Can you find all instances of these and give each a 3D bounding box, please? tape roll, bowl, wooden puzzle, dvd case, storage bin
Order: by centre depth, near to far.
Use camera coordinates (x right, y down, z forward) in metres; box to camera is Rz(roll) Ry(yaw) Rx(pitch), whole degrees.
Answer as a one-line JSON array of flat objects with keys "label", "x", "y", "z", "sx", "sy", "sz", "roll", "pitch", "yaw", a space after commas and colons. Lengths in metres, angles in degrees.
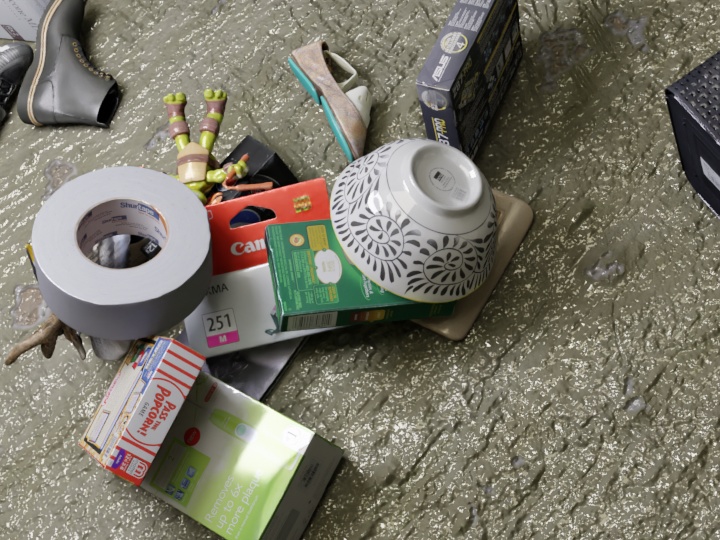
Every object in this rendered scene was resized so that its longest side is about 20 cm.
[{"label": "storage bin", "x": 0.400, "y": -0.125, "z": 1.432, "sx": 0.093, "sy": 0.200, "sz": 0.136, "roll": -34, "pitch": 57, "yaw": 0}, {"label": "bowl", "x": 0.074, "y": -0.075, "z": 1.492, "sx": 0.199, "sy": 0.094, "sz": 0.202, "roll": 11, "pitch": 54, "yaw": -16}, {"label": "tape roll", "x": -0.266, "y": -0.022, "z": 1.550, "sx": 0.198, "sy": 0.066, "sz": 0.202, "roll": 2, "pitch": 52, "yaw": -2}, {"label": "wooden puzzle", "x": 0.075, "y": -0.036, "z": 1.603, "sx": 0.199, "sy": 0.037, "sz": 0.186, "roll": 25, "pitch": 74, "yaw": 25}, {"label": "dvd case", "x": -0.127, "y": 0.059, "z": 1.654, "sx": 0.148, "sy": 0.016, "sz": 0.201, "roll": 29, "pitch": 77, "yaw": 31}]

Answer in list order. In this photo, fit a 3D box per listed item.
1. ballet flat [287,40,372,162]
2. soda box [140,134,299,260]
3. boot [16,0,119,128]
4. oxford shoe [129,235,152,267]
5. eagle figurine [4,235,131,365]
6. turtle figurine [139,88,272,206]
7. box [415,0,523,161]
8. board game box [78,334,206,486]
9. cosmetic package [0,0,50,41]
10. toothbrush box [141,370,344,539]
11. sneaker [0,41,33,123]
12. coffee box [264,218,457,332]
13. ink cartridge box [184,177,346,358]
[{"label": "ballet flat", "x": -0.026, "y": -0.221, "z": 1.735, "sx": 0.067, "sy": 0.068, "sz": 0.201, "roll": -28, "pitch": 58, "yaw": -4}, {"label": "soda box", "x": -0.173, "y": -0.067, "z": 1.704, "sx": 0.200, "sy": 0.063, "sz": 0.071, "roll": -48, "pitch": 45, "yaw": -7}, {"label": "boot", "x": -0.380, "y": -0.289, "z": 1.911, "sx": 0.137, "sy": 0.077, "sz": 0.202, "roll": 9, "pitch": 80, "yaw": 21}, {"label": "oxford shoe", "x": -0.305, "y": -0.017, "z": 1.728, "sx": 0.200, "sy": 0.074, "sz": 0.071, "roll": -47, "pitch": 58, "yaw": -2}, {"label": "eagle figurine", "x": -0.347, "y": 0.009, "z": 1.653, "sx": 0.150, "sy": 0.152, "sz": 0.201, "roll": -5, "pitch": 30, "yaw": 2}, {"label": "turtle figurine", "x": -0.192, "y": -0.136, "z": 1.677, "sx": 0.198, "sy": 0.064, "sz": 0.163, "roll": -8, "pitch": 68, "yaw": 20}, {"label": "box", "x": 0.131, "y": -0.235, "z": 1.604, "sx": 0.049, "sy": 0.162, "sz": 0.201, "roll": 17, "pitch": 63, "yaw": 19}, {"label": "board game box", "x": -0.244, "y": 0.146, "z": 1.523, "sx": 0.152, "sy": 0.046, "sz": 0.200, "roll": -62, "pitch": 17, "yaw": -8}, {"label": "cosmetic package", "x": -0.511, "y": -0.445, "z": 1.983, "sx": 0.198, "sy": 0.165, "sz": 0.166, "roll": 10, "pitch": 68, "yaw": 27}, {"label": "toothbrush box", "x": -0.142, "y": 0.213, "z": 1.530, "sx": 0.199, "sy": 0.086, "sz": 0.147, "roll": 25, "pitch": 81, "yaw": 32}, {"label": "sneaker", "x": -0.525, "y": -0.232, "z": 1.938, "sx": 0.200, "sy": 0.066, "sz": 0.091, "roll": -42, "pitch": 59, "yaw": 1}, {"label": "coffee box", "x": 0.000, "y": 0.000, "z": 1.526, "sx": 0.198, "sy": 0.044, "sz": 0.124, "roll": -7, "pitch": 58, "yaw": -10}, {"label": "ink cartridge box", "x": -0.117, "y": -0.002, "z": 1.602, "sx": 0.198, "sy": 0.044, "sz": 0.175, "roll": -13, "pitch": 90, "yaw": 11}]
